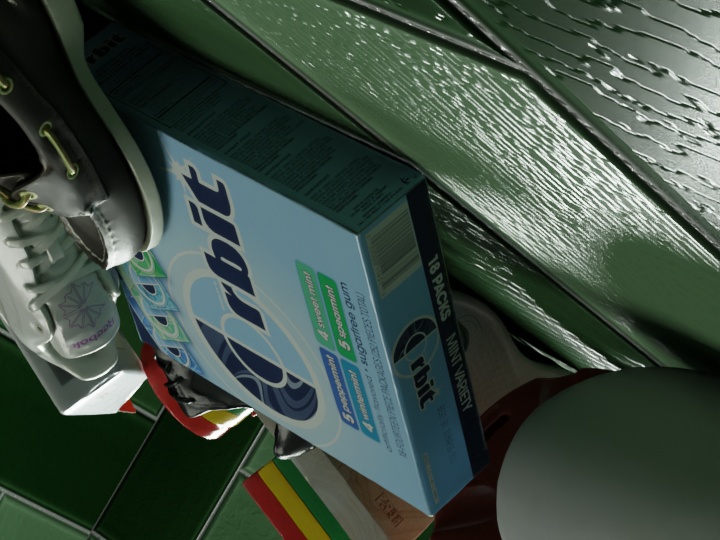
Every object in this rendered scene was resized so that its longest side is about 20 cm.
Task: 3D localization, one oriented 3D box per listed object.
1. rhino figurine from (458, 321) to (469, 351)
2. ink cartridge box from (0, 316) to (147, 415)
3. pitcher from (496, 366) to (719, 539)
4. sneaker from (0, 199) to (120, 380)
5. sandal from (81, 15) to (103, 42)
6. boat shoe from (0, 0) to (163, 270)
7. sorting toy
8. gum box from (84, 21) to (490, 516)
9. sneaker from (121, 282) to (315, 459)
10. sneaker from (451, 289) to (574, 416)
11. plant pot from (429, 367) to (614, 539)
[{"bbox_3d":[0.000,0.000,1.183,0.087,0.060,0.200,35,-179,34],"label":"rhino figurine"},{"bbox_3d":[-0.175,0.004,1.370,0.163,0.057,0.200,56,-173,6],"label":"ink cartridge box"},{"bbox_3d":[0.171,0.111,0.989,0.171,0.122,0.199,14,178,-44],"label":"pitcher"},{"bbox_3d":[-0.145,-0.021,1.122,0.100,0.075,0.200,50,163,26],"label":"sneaker"},{"bbox_3d":[-0.116,-0.073,1.177,0.081,0.055,0.200,30,176,13],"label":"sandal"},{"bbox_3d":[-0.139,-0.063,0.992,0.072,0.061,0.202,32,156,34],"label":"boat shoe"},{"bbox_3d":[-0.036,0.075,1.374,0.199,0.069,0.200,52,-161,3],"label":"sorting toy"},{"bbox_3d":[-0.040,-0.002,1.055,0.199,0.044,0.171,29,147,38],"label":"gum box"},{"bbox_3d":[-0.084,0.024,1.229,0.199,0.091,0.076,37,-168,-5],"label":"sneaker"},{"bbox_3d":[0.044,0.050,1.365,0.099,0.071,0.200,21,174,40],"label":"sneaker"},{"bbox_3d":[0.145,0.164,1.281,0.200,0.201,0.195,27,167,45],"label":"plant pot"}]
